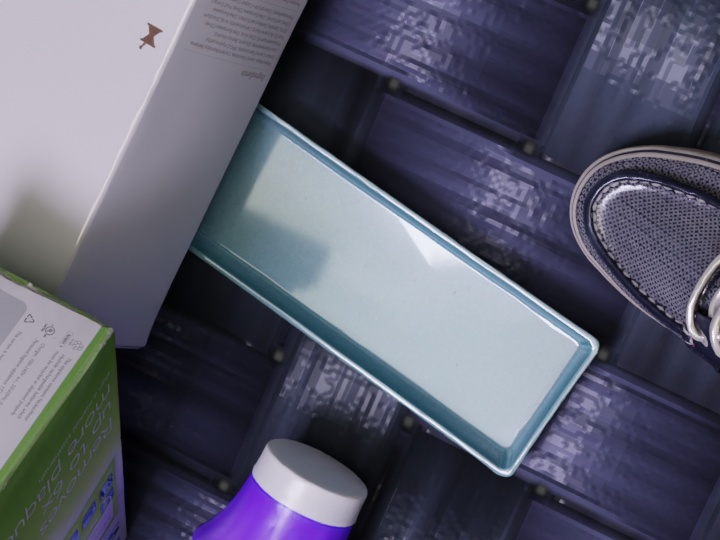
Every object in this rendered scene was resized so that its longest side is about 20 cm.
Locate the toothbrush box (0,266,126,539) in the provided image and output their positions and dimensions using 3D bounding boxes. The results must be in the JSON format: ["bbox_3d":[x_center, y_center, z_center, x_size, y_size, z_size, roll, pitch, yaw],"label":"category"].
[{"bbox_3d":[-0.164,0.103,0.790,0.086,0.200,0.146,28,61,9],"label":"toothbrush box"}]

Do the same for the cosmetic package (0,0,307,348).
[{"bbox_3d":[-0.104,-0.080,0.827,0.108,0.085,0.200,30,100,25],"label":"cosmetic package"}]

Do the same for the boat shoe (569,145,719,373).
[{"bbox_3d":[0.153,0.014,0.761,0.200,0.093,0.075,30,107,22],"label":"boat shoe"}]

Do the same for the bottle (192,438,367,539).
[{"bbox_3d":[-0.062,0.166,0.862,0.083,0.065,0.200,29,102,9],"label":"bottle"}]

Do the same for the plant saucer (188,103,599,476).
[{"bbox_3d":[0.000,0.000,0.854,0.200,0.019,0.070,35,103,8],"label":"plant saucer"}]
